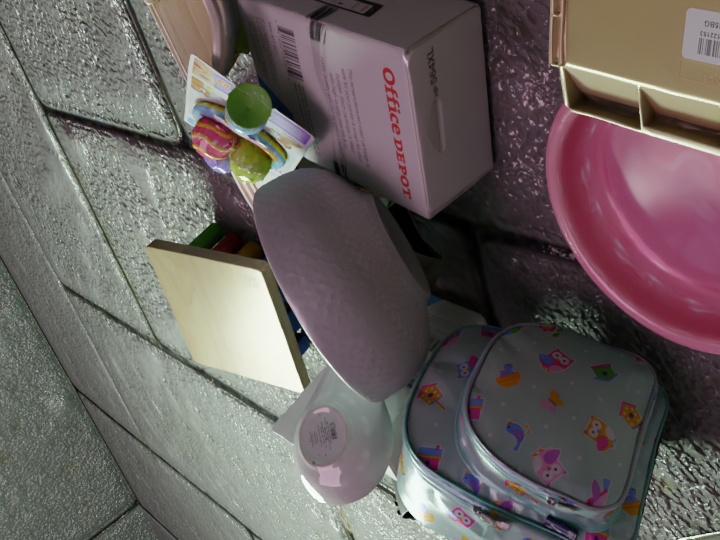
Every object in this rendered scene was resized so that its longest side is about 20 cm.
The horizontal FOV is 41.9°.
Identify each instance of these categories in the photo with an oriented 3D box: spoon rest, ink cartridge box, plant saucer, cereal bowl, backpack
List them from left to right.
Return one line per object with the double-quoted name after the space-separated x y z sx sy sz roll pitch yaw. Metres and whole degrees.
-0.023 0.101 0.817 0.099 0.060 0.202 -21 65 26 "spoon rest"
0.000 0.000 0.767 0.201 0.083 0.200 58 -169 -17 "cereal bowl"
0.004 -0.150 0.751 0.199 0.084 0.147 30 145 39 "ink cartridge box"
0.026 0.116 0.889 0.115 0.200 0.067 21 150 47 "ink cartridge box"
0.128 0.133 0.735 0.198 0.177 0.154 15 142 20 "backpack"
0.207 -0.043 0.586 0.200 0.051 0.202 40 150 28 "plant saucer"

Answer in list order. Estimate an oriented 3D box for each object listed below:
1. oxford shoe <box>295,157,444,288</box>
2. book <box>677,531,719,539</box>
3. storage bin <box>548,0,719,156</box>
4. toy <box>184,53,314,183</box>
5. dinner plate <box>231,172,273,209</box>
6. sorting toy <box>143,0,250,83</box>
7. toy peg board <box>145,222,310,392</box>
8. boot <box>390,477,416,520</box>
0.009 -0.055 0.899 0.200 0.070 0.074 48 124 18 "oxford shoe"
0.350 0.304 0.762 0.201 0.048 0.134 51 151 5 "book"
0.190 -0.153 0.411 0.199 0.093 0.201 27 135 41 "storage bin"
-0.110 -0.111 0.813 0.114 0.048 0.200 33 166 -7 "toy"
-0.088 -0.085 1.026 0.200 0.024 0.201 45 158 23 "dinner plate"
-0.141 -0.239 0.783 0.180 0.106 0.202 -110 -5 -69 "sorting toy"
-0.150 0.035 1.232 0.197 0.098 0.202 10 132 33 "toy peg board"
0.042 0.222 1.050 0.200 0.076 0.140 117 155 -62 "boot"
